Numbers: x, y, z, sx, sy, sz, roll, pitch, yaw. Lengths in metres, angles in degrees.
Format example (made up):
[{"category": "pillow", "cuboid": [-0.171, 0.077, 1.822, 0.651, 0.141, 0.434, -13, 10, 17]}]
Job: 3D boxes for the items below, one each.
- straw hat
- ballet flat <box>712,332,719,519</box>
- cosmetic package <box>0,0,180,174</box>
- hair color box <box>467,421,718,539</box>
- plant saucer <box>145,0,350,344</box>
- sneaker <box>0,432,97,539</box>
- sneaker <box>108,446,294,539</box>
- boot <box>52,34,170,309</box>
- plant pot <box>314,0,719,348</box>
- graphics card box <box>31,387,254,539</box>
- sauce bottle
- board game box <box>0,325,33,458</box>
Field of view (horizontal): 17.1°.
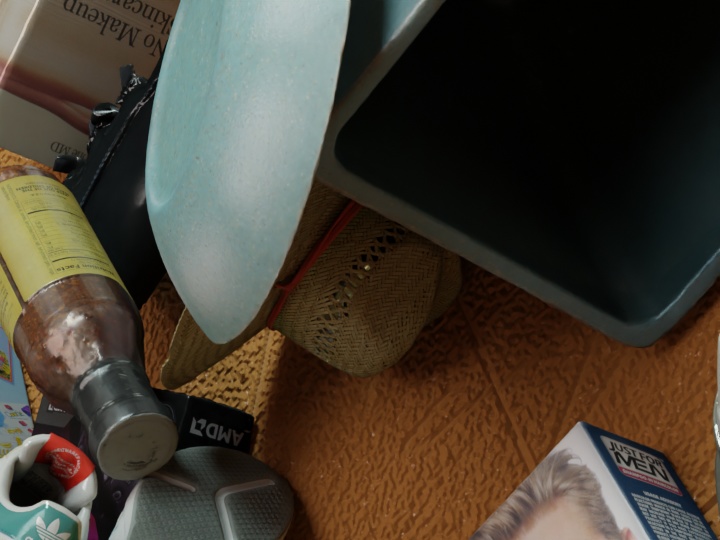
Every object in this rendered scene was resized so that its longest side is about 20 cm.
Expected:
[{"category": "straw hat", "cuboid": [0.000, 0.000, 1.100, 0.085, 0.201, 0.201, 38, 105, 9]}, {"category": "ballet flat", "cuboid": [0.169, 0.017, 0.932, 0.067, 0.064, 0.200, 18, 88, 50]}, {"category": "cosmetic package", "cuboid": [-0.151, -0.158, 1.329, 0.087, 0.103, 0.200, 32, 99, 50]}, {"category": "hair color box", "cuboid": [0.113, 0.166, 0.932, 0.100, 0.060, 0.200, -49, 43, 21]}, {"category": "plant saucer", "cuboid": [-0.053, -0.072, 0.956, 0.201, 0.039, 0.201, -167, 90, -74]}, {"category": "sneaker", "cuboid": [-0.154, 0.116, 1.127, 0.093, 0.070, 0.200, -55, 12, 8]}, {"category": "sneaker", "cuboid": [-0.097, 0.153, 1.103, 0.070, 0.200, 0.080, 31, 129, 8]}, {"category": "boot", "cuboid": [-0.091, -0.045, 1.225, 0.163, 0.073, 0.198, -53, 32, 17]}, {"category": "plant pot", "cuboid": [0.081, -0.128, 1.002, 0.196, 0.196, 0.200, -51, 34, 19]}, {"category": "graphics card box", "cuboid": [-0.131, 0.156, 1.210, 0.125, 0.051, 0.200, 6, 78, 49]}, {"category": "sauce bottle", "cuboid": [-0.141, 0.026, 1.165, 0.066, 0.066, 0.200, -52, 42, 18]}, {"category": "board game box", "cuboid": [-0.250, 0.100, 1.323, 0.103, 0.105, 0.200, -42, 47, 28]}]
